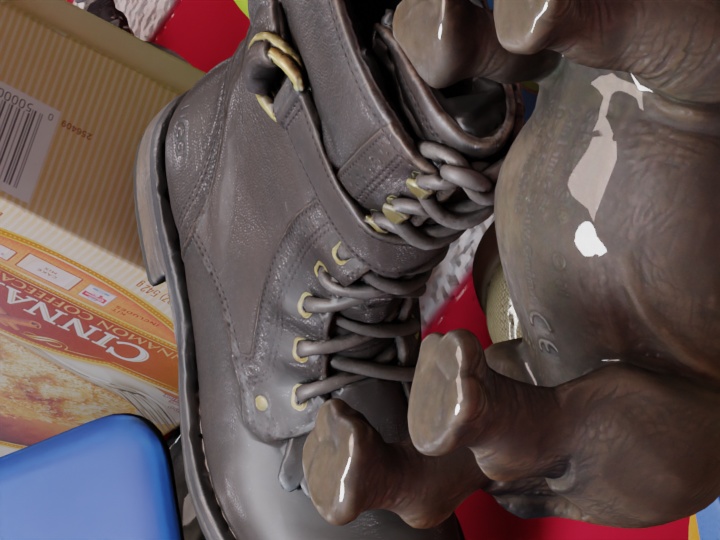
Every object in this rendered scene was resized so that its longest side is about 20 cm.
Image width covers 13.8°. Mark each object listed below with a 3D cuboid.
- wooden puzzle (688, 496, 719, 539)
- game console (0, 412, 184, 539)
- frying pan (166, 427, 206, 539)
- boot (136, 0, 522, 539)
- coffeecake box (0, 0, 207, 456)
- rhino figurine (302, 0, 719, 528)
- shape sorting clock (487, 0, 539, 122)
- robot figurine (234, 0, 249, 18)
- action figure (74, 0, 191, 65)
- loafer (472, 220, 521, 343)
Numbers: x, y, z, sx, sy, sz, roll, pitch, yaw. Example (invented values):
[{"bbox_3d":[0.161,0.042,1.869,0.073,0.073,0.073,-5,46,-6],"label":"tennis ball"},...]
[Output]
[{"bbox_3d":[0.103,0.085,0.617,0.200,0.046,0.186,87,177,-54],"label":"wooden puzzle"},{"bbox_3d":[-0.104,0.170,0.868,0.171,0.118,0.201,101,161,-59],"label":"game console"},{"bbox_3d":[-0.048,0.058,0.966,0.115,0.031,0.190,-50,23,22],"label":"frying pan"},{"bbox_3d":[0.000,0.000,0.779,0.201,0.069,0.174,68,155,12],"label":"boot"},{"bbox_3d":[-0.117,-0.008,0.956,0.200,0.153,0.073,-32,37,56],"label":"coffeecake box"},{"bbox_3d":[0.055,-0.041,0.568,0.060,0.087,0.201,26,105,57],"label":"rhino figurine"},{"bbox_3d":[0.064,-0.121,0.778,0.200,0.200,0.039,-44,3,32],"label":"shape sorting clock"},{"bbox_3d":[0.029,-0.140,0.890,0.176,0.116,0.200,46,112,20],"label":"robot figurine"},{"bbox_3d":[-0.130,-0.058,1.067,0.200,0.119,0.102,-33,48,40],"label":"action figure"},{"bbox_3d":[0.102,-0.021,0.765,0.200,0.076,0.068,-49,37,43],"label":"loafer"}]
